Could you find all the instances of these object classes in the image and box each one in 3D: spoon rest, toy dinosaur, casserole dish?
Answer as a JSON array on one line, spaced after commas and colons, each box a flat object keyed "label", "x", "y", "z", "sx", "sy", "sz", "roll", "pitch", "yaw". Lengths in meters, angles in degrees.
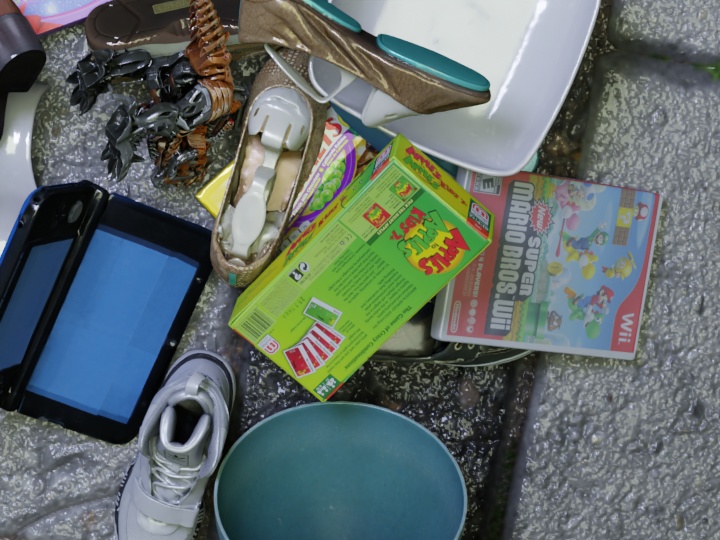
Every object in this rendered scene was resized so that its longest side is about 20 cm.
[{"label": "spoon rest", "x": -0.286, "y": -0.054, "z": 1.457, "sx": 0.099, "sy": 0.061, "sz": 0.202, "roll": 7, "pitch": 93, "yaw": -6}, {"label": "toy dinosaur", "x": -0.147, "y": -0.139, "z": 1.408, "sx": 0.135, "sy": 0.102, "sz": 0.201, "roll": -13, "pitch": 125, "yaw": -27}, {"label": "casserole dish", "x": 0.064, "y": -0.137, "z": 1.470, "sx": 0.200, "sy": 0.039, "sz": 0.121, "roll": 38, "pitch": 87, "yaw": -7}]

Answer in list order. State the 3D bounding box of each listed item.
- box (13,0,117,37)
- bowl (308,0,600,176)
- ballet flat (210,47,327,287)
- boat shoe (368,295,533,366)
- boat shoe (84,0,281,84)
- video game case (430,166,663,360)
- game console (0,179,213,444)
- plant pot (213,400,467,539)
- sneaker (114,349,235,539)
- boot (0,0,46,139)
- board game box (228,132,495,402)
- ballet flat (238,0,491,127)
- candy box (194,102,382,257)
[{"label": "box", "x": -0.227, "y": -0.272, "z": 1.454, "sx": 0.199, "sy": 0.039, "sz": 0.138, "roll": -20, "pitch": 96, "yaw": -4}, {"label": "bowl", "x": 0.072, "y": -0.189, "z": 1.413, "sx": 0.199, "sy": 0.075, "sz": 0.201, "roll": 24, "pitch": 89, "yaw": -6}, {"label": "ballet flat", "x": -0.071, "y": -0.083, "z": 1.445, "sx": 0.070, "sy": 0.065, "sz": 0.202, "roll": 13, "pitch": 89, "yaw": 0}, {"label": "boat shoe", "x": 0.065, "y": 0.050, "z": 1.500, "sx": 0.198, "sy": 0.057, "sz": 0.069, "roll": -3, "pitch": 95, "yaw": -5}, {"label": "boat shoe", "x": -0.121, "y": -0.191, "z": 1.460, "sx": 0.198, "sy": 0.076, "sz": 0.072, "roll": -8, "pitch": 54, "yaw": -7}, {"label": "video game case", "x": 0.155, "y": -0.005, "z": 1.485, "sx": 0.199, "sy": 0.017, "sz": 0.144, "roll": 7, "pitch": 95, "yaw": -30}, {"label": "game console", "x": -0.218, "y": 0.043, "z": 1.421, "sx": 0.118, "sy": 0.171, "sz": 0.201, "roll": 26, "pitch": 100, "yaw": 8}, {"label": "plant pot", "x": -0.018, "y": 0.224, "z": 1.458, "sx": 0.198, "sy": 0.201, "sz": 0.135, "roll": -2, "pitch": 133, "yaw": -5}, {"label": "sneaker", "x": -0.155, "y": 0.165, "z": 1.458, "sx": 0.075, "sy": 0.115, "sz": 0.201, "roll": 18, "pitch": 93, "yaw": -1}, {"label": "boot", "x": -0.347, "y": -0.183, "z": 1.410, "sx": 0.200, "sy": 0.068, "sz": 0.189, "roll": 54, "pitch": 128, "yaw": 19}, {"label": "board game box", "x": 0.000, "y": 0.000, "z": 1.404, "sx": 0.101, "sy": 0.048, "sz": 0.200, "roll": 39, "pitch": 116, "yaw": -13}, {"label": "ballet flat", "x": -0.003, "y": -0.151, "z": 1.342, "sx": 0.199, "sy": 0.068, "sz": 0.073, "roll": 25, "pitch": 109, "yaw": -7}, {"label": "candy box", "x": -0.031, "y": -0.092, "z": 1.495, "sx": 0.200, "sy": 0.026, "sz": 0.102, "roll": -43, "pitch": 94, "yaw": -1}]
